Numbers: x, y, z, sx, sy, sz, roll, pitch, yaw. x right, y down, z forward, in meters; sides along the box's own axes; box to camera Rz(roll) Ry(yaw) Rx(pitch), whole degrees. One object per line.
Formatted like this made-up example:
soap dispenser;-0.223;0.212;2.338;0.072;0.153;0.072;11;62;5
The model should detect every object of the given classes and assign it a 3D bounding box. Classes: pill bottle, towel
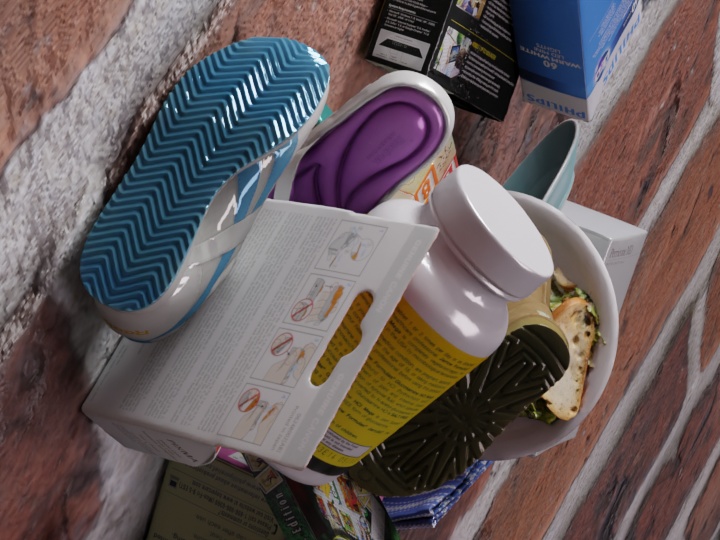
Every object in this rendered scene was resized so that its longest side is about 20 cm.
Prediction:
pill bottle;0.015;0.031;1.287;0.200;0.113;0.112;-40;169;20
towel;0.041;0.145;1.669;0.200;0.145;0.024;-41;117;-51

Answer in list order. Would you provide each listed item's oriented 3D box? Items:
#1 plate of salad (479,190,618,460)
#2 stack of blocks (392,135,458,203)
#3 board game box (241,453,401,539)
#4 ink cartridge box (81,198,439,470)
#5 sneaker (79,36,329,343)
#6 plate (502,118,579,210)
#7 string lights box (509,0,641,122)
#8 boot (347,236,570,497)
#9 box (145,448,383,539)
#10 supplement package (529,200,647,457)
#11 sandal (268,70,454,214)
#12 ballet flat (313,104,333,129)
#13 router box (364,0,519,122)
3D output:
plate of salad;0.091;0.040;1.572;0.048;0.200;0.200;-2;113;-65
stack of blocks;0.000;0.000;1.501;0.200;0.058;0.115;-59;158;-22
board game box;-0.004;0.183;1.368;0.200;0.023;0.105;63;23;-2
ink cartridge box;-0.051;0.039;1.220;0.047;0.200;0.160;45;66;-39
sneaker;-0.087;-0.049;1.221;0.200;0.076;0.081;-53;164;-18
plate;0.119;-0.031;1.687;0.200;0.026;0.200;-54;-172;11
string lights box;0.154;-0.206;1.527;0.103;0.059;0.200;-62;159;-23
boot;0.067;0.060;1.452;0.175;0.066;0.200;-33;-164;9
box;-0.072;0.204;1.479;0.176;0.097;0.200;-18;129;-65
supplement package;0.149;0.042;1.844;0.117;0.117;0.200;-11;121;-66
sandal;-0.021;-0.042;1.312;0.203;0.082;0.050;-52;-169;29
ballet flat;-0.004;-0.031;1.388;0.200;0.067;0.067;48;16;-30
router box;0.079;-0.194;1.508;0.149;0.051;0.200;-70;160;2
